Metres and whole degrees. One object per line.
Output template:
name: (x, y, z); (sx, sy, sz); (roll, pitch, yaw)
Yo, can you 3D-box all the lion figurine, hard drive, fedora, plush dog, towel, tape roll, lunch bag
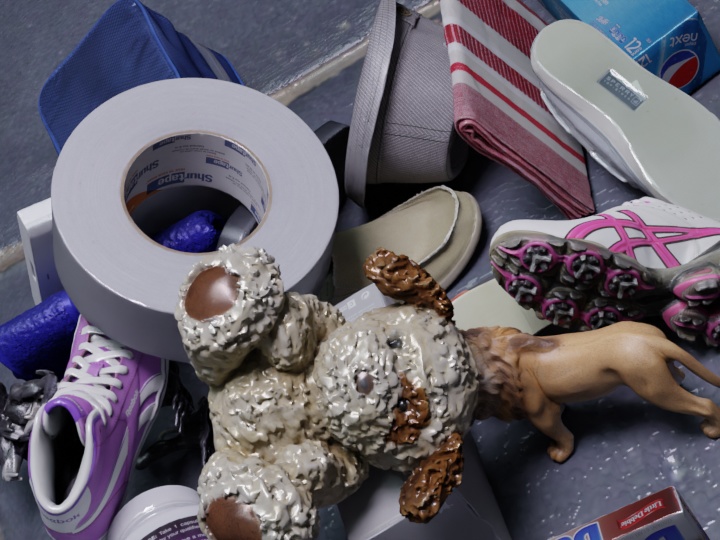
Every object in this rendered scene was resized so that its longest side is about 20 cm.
lion figurine: (0.146, 0.065, 1.368); (0.199, 0.123, 0.073); (-18, 46, 20)
hard drive: (-0.160, -0.041, 1.606); (0.199, 0.132, 0.026); (-24, 62, -16)
fedora: (0.045, -0.131, 1.604); (0.090, 0.178, 0.200); (11, 16, 2)
plush dog: (-0.010, 0.082, 1.320); (0.170, 0.160, 0.202); (-10, 78, 12)
towel: (-0.173, 0.028, 1.616); (0.199, 0.148, 0.050); (-31, 77, 9)
towel: (0.108, -0.142, 1.557); (0.023, 0.144, 0.201); (-34, 40, 28)
tape roll: (-0.116, -0.037, 1.478); (0.199, 0.066, 0.202); (3, 56, -4)
lunch bag: (-0.164, -0.118, 1.730); (0.136, 0.132, 0.200); (-45, 42, 15)

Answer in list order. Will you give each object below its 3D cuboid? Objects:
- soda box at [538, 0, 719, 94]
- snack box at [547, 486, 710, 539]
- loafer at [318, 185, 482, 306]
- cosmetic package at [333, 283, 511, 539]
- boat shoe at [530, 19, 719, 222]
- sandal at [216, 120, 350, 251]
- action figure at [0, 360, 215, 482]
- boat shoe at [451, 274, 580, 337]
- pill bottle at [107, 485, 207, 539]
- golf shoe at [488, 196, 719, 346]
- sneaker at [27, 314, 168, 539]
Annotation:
soda box: (0.192, -0.203, 1.609); (0.068, 0.064, 0.200); (-36, 43, 1)
snack box: (0.119, 0.199, 1.310); (0.199, 0.072, 0.024); (-26, 42, 13)
loafer: (0.000, 0.000, 1.562); (0.199, 0.068, 0.076); (-36, 43, 4)
cosmetic package: (0.026, 0.118, 1.418); (0.090, 0.107, 0.201); (-29, 42, 12)
boat shoe: (0.200, -0.097, 1.505); (0.070, 0.072, 0.201); (-40, 68, -11)
sandal: (-0.060, -0.060, 1.599); (0.043, 0.077, 0.200); (19, 34, 21)
action figure: (-0.210, 0.127, 1.565); (0.199, 0.119, 0.103); (-10, 44, 20)
boat shoe: (0.140, 0.017, 1.454); (0.199, 0.063, 0.072); (-24, 78, -6)
pill bottle: (-0.101, 0.234, 1.399); (0.112, 0.113, 0.200); (-37, 43, 1)
golf shoe: (0.175, -0.008, 1.394); (0.093, 0.198, 0.073); (-96, 22, -43)
sneaker: (-0.181, 0.084, 1.455); (0.072, 0.114, 0.202); (4, 67, 8)
